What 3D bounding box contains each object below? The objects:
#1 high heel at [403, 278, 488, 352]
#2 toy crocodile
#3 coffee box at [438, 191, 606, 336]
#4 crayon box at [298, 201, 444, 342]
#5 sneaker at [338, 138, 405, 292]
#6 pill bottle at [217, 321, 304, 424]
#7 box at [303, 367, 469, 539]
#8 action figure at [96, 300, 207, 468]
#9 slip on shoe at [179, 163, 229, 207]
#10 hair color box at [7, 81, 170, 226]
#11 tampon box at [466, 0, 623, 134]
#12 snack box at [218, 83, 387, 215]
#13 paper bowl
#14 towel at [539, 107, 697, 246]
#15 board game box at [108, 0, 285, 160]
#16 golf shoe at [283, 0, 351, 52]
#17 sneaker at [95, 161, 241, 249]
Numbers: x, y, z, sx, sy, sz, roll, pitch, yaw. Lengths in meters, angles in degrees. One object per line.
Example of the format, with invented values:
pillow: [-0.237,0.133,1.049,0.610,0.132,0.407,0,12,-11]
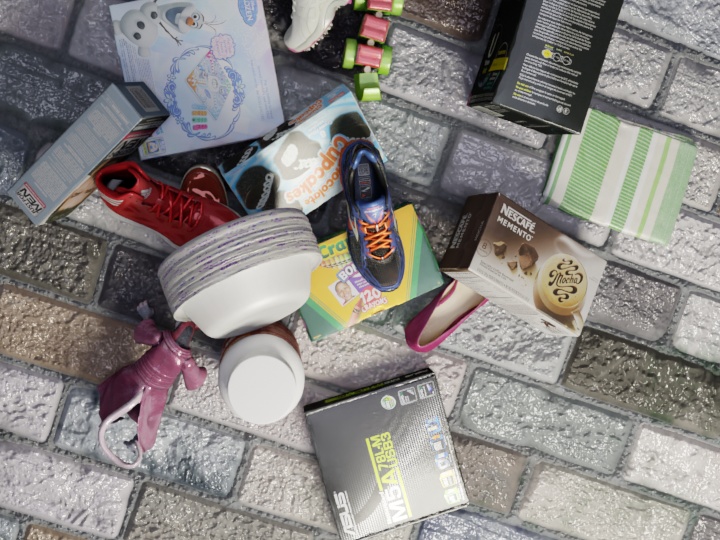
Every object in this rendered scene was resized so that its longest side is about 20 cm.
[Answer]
high heel: [0.140,0.036,1.400,0.199,0.096,0.068,-35,99,-1]
toy crocodile: [0.019,-0.324,1.363,0.066,0.062,0.204,9,95,-7]
coffee box: [0.218,-0.007,1.379,0.198,0.080,0.114,30,77,-22]
crayon box: [0.000,0.000,1.400,0.197,0.058,0.120,-24,98,-2]
sneaker: [0.012,-0.069,1.326,0.074,0.078,0.203,-16,93,-2]
pill bottle: [-0.128,0.130,1.331,0.110,0.200,0.114,-1,97,-6]
box: [0.036,0.259,1.441,0.190,0.048,0.203,-16,97,-6]
action figure: [-0.276,0.131,1.350,0.133,0.149,0.201,36,106,-3]
slip on shoe: [-0.215,-0.040,1.373,0.073,0.061,0.204,7,95,-5]
hair color box: [-0.341,-0.148,1.300,0.199,0.099,0.061,-41,91,15]
tampon box: [0.240,-0.293,1.345,0.124,0.150,0.203,17,94,-8]
snack box: [-0.074,-0.142,1.366,0.199,0.037,0.117,-34,124,-1]
paper bowl: [-0.141,0.012,1.266,0.198,0.201,0.106,-22,80,-3]
towel: [0.361,-0.136,1.442,0.197,0.023,0.155,16,95,-9]
board game box: [-0.211,-0.262,1.355,0.196,0.043,0.203,-11,98,-3]
golf shoe: [-0.057,-0.354,1.298,0.091,0.200,0.076,29,52,-18]
sneaker: [-0.242,-0.076,1.291,0.197,0.116,0.080,14,82,3]
